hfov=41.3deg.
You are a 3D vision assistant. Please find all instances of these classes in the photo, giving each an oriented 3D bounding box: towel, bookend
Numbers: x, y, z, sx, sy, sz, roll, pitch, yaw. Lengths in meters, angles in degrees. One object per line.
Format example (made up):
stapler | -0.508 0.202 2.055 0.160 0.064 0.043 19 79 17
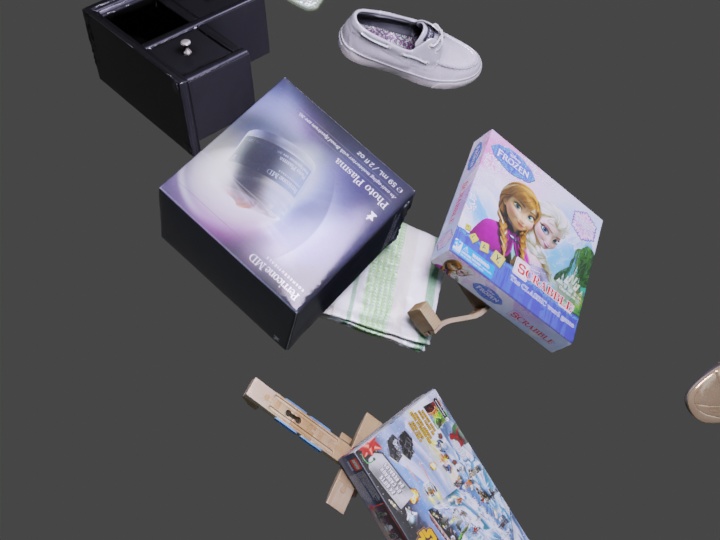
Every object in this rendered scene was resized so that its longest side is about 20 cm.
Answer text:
towel | 0.000 0.000 1.125 0.198 0.031 0.151 19 63 -10
bookend | -0.169 -0.250 1.065 0.198 0.093 0.200 -32 52 -26

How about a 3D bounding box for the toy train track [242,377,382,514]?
toy train track | -0.045 0.185 1.026 0.199 0.032 0.115 38 53 -13

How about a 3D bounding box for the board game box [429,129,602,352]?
board game box | 0.196 -0.038 1.164 0.199 0.041 0.201 35 54 -18

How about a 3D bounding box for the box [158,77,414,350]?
box | -0.081 -0.062 1.041 0.200 0.123 0.199 40 67 8

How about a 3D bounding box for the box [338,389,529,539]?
box | 0.082 0.250 1.032 0.136 0.040 0.201 -30 87 -39

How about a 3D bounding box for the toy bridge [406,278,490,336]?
toy bridge | 0.134 0.017 1.145 0.068 0.027 0.200 55 51 -11

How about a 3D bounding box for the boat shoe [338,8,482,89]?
boat shoe | 0.072 -0.293 1.231 0.197 0.069 0.073 16 66 -14

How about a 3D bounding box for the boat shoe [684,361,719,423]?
boat shoe | 0.500 0.133 1.233 0.199 0.065 0.072 -31 92 -8
